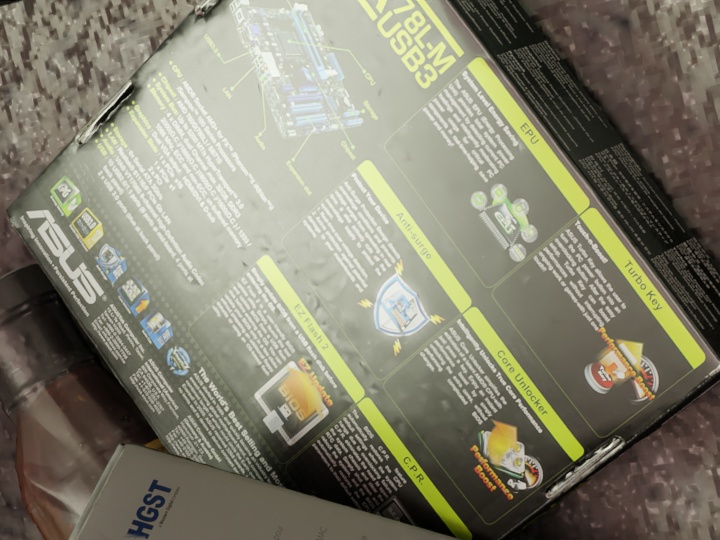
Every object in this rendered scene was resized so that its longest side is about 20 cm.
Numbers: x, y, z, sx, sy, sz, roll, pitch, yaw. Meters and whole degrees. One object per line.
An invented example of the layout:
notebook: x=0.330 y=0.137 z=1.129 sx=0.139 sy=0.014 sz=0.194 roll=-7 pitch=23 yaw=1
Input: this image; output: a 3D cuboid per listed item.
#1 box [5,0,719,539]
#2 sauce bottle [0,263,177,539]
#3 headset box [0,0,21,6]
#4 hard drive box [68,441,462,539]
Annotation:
box: x=0.000 y=0.000 z=0.738 sx=0.193 sy=0.047 sz=0.200 roll=-42 pitch=79 yaw=30
sauce bottle: x=-0.079 y=0.091 z=0.795 sx=0.066 sy=0.066 sz=0.200 roll=-37 pitch=83 yaw=32
headset box: x=-0.182 y=-0.185 z=0.788 sx=0.148 sy=0.075 sz=0.200 roll=21 pitch=111 yaw=26
hard drive box: x=-0.005 y=0.149 z=0.668 sx=0.200 sy=0.156 sz=0.077 roll=17 pitch=126 yaw=5
